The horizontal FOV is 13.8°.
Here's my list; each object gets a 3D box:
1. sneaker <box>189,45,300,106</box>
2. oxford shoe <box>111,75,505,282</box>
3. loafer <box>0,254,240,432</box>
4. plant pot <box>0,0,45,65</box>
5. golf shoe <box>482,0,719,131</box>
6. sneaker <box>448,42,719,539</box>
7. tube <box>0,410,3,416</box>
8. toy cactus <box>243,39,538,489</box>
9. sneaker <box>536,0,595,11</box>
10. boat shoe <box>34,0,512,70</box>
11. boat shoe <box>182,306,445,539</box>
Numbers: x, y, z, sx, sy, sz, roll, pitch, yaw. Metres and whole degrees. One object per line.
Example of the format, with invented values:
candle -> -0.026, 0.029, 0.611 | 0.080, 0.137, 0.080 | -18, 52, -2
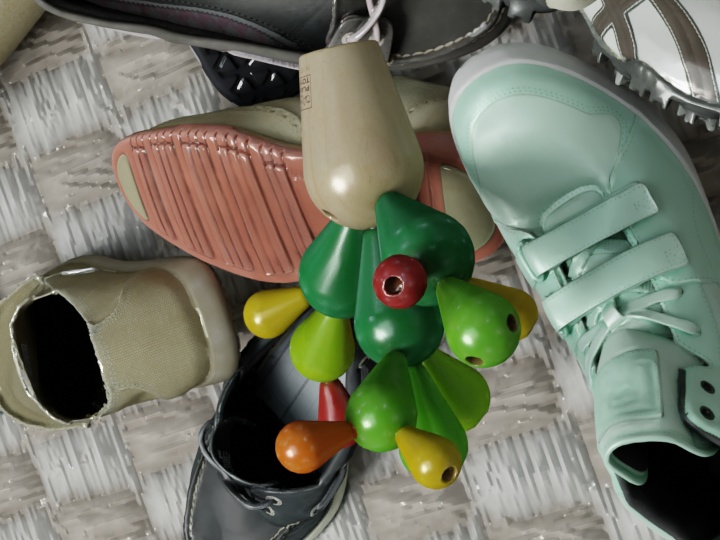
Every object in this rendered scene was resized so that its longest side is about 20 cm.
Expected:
sneaker -> -0.058, -0.169, 1.236 | 0.083, 0.071, 0.201 | -118, 12, -70
oxford shoe -> -0.011, -0.042, 1.220 | 0.199, 0.074, 0.071 | 5, 127, 32
loafer -> -0.126, 0.032, 1.308 | 0.200, 0.068, 0.076 | -17, 88, 58
plant pot -> -0.232, -0.119, 1.310 | 0.199, 0.187, 0.188 | -28, 83, 15
golf shoe -> 0.115, -0.119, 1.093 | 0.199, 0.078, 0.095 | 31, 120, 27
sneaker -> 0.097, 0.011, 1.082 | 0.074, 0.118, 0.201 | -33, 100, 21
tube -> -0.217, -0.022, 1.407 | 0.077, 0.050, 0.201 | -16, 86, 27
toy cactus -> 0.000, 0.000, 1.113 | 0.200, 0.102, 0.166 | 163, 94, -81
sneaker -> 0.145, -0.152, 1.026 | 0.093, 0.070, 0.200 | 44, 93, 14
boat shoe -> -0.037, -0.109, 1.174 | 0.199, 0.057, 0.067 | 7, 114, 4
boat shoe -> -0.034, 0.067, 1.269 | 0.075, 0.066, 0.199 | 52, 128, 14
